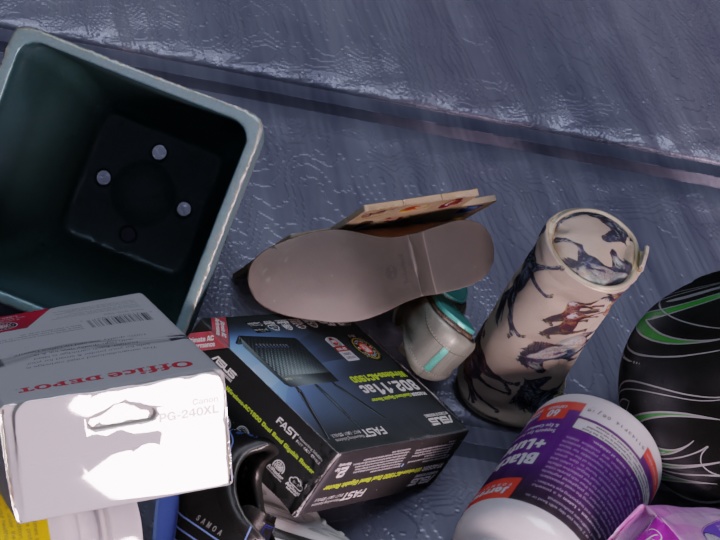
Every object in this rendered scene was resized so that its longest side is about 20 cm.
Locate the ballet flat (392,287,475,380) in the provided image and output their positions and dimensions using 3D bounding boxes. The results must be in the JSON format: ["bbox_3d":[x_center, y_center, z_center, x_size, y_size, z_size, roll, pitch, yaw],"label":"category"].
[{"bbox_3d":[0.051,0.035,1.605,0.067,0.064,0.200,36,12,-11],"label":"ballet flat"}]

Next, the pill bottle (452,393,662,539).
[{"bbox_3d":[0.135,0.189,1.451,0.111,0.112,0.200,30,44,12],"label":"pill bottle"}]

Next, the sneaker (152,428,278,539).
[{"bbox_3d":[-0.096,0.204,1.333,0.078,0.070,0.200,-5,75,18],"label":"sneaker"}]

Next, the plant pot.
[{"bbox_3d":[-0.184,-0.057,1.525,0.196,0.196,0.200,21,4,4],"label":"plant pot"}]

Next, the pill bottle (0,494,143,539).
[{"bbox_3d":[-0.252,0.186,1.327,0.200,0.111,0.111,-8,49,-24],"label":"pill bottle"}]

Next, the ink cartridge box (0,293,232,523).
[{"bbox_3d":[-0.182,0.087,1.313,0.145,0.084,0.200,-9,17,-19],"label":"ink cartridge box"}]

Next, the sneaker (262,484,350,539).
[{"bbox_3d":[-0.034,0.181,1.430,0.200,0.076,0.115,17,45,3],"label":"sneaker"}]

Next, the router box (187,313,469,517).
[{"bbox_3d":[-0.030,0.100,1.466,0.150,0.062,0.200,43,22,23],"label":"router box"}]

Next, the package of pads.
[{"bbox_3d":[0.264,0.232,1.425,0.200,0.076,0.121,13,31,-53],"label":"package of pads"}]

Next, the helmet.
[{"bbox_3d":[0.294,0.093,1.544,0.190,0.200,0.200,-17,34,29],"label":"helmet"}]

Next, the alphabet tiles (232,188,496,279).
[{"bbox_3d":[0.007,-0.030,1.584,0.167,0.200,0.008,-9,80,-26],"label":"alphabet tiles"}]

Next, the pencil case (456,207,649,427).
[{"bbox_3d":[0.149,0.038,1.545,0.089,0.200,0.078,14,47,-13],"label":"pencil case"}]

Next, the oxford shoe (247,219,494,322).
[{"bbox_3d":[0.000,0.000,1.532,0.200,0.071,0.071,-7,5,-25],"label":"oxford shoe"}]
